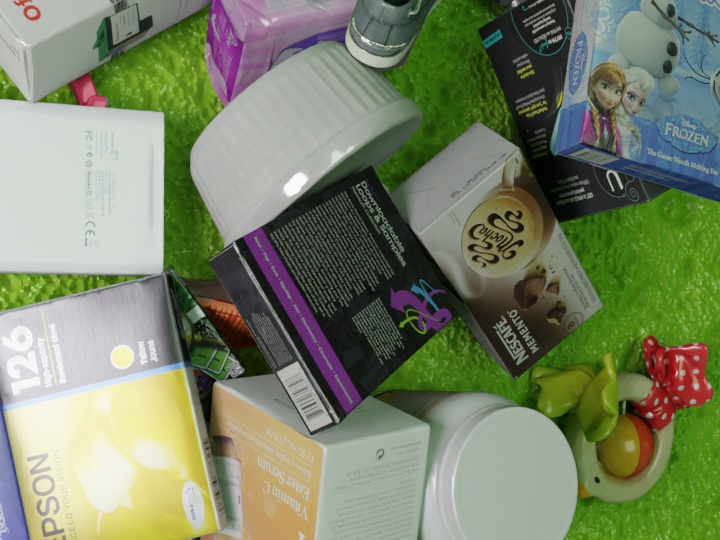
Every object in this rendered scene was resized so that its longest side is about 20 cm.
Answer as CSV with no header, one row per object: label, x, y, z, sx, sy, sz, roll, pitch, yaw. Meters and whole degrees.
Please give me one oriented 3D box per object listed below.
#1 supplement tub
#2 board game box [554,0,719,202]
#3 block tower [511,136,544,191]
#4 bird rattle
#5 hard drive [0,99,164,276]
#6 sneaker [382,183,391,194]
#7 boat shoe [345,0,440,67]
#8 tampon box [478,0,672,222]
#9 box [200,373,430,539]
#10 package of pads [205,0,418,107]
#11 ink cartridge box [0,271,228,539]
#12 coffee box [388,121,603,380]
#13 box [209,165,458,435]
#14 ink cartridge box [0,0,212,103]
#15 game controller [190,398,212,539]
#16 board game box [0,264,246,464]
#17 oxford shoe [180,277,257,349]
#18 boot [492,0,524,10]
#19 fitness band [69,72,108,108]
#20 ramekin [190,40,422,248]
supplement tub,0.073,0.174,0.903,0.143,0.199,0.148,3,84,-29
board game box,0.266,-0.173,0.890,0.197,0.043,0.202,12,80,-21
block tower,0.164,-0.103,1.055,0.199,0.054,0.058,-31,99,-24
bird rattle,0.263,0.148,1.075,0.198,0.112,0.166,1,96,-37
hard drive,-0.254,-0.065,0.839,0.197,0.025,0.134,2,84,-22
sneaker,0.000,0.000,0.926,0.099,0.078,0.201,42,38,-15
boat shoe,0.043,-0.253,0.871,0.072,0.062,0.202,23,57,0
tampon box,0.225,-0.167,0.977,0.125,0.149,0.202,-26,96,-22
box,-0.042,0.198,0.835,0.105,0.151,0.204,-3,104,-41
package of pads,-0.035,-0.218,0.937,0.198,0.121,0.076,-19,68,-24
ink cartridge box,-0.219,0.120,0.812,0.197,0.047,0.201,-14,88,-3
coffee box,0.122,-0.014,0.961,0.113,0.080,0.201,-38,125,-4
box,-0.012,0.014,0.810,0.199,0.036,0.144,-34,94,-52
ink cartridge box,-0.223,-0.249,0.850,0.199,0.084,0.147,-36,80,-26
game controller,-0.162,0.175,0.889,0.103,0.042,0.203,15,79,-22
board game box,-0.200,0.098,0.854,0.199,0.023,0.105,-38,96,-2
oxford shoe,-0.093,0.025,0.930,0.197,0.071,0.074,12,61,-27
boot,0.204,-0.322,1.087,0.131,0.068,0.200,46,70,-13
fitness band,-0.282,-0.101,0.865,0.141,0.037,0.204,10,80,-20
ramekin,-0.052,-0.102,0.887,0.201,0.202,0.095,-37,87,-23
